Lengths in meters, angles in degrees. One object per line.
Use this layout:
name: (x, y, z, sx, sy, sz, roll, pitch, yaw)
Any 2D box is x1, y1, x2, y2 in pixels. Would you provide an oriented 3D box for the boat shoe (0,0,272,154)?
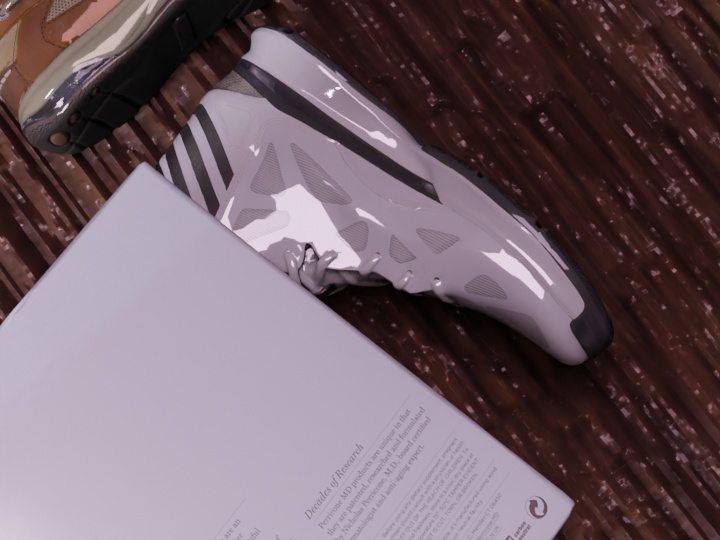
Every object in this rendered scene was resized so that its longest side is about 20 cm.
boat shoe: (-0.079, -0.136, 1.206, 0.200, 0.076, 0.074, -40, 73, -14)

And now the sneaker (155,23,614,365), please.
sneaker: (0.000, 0.000, 1.171, 0.200, 0.076, 0.115, 38, 83, 19)

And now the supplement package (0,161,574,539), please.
supplement package: (-0.061, 0.098, 1.058, 0.200, 0.151, 0.152, 38, 65, 0)
